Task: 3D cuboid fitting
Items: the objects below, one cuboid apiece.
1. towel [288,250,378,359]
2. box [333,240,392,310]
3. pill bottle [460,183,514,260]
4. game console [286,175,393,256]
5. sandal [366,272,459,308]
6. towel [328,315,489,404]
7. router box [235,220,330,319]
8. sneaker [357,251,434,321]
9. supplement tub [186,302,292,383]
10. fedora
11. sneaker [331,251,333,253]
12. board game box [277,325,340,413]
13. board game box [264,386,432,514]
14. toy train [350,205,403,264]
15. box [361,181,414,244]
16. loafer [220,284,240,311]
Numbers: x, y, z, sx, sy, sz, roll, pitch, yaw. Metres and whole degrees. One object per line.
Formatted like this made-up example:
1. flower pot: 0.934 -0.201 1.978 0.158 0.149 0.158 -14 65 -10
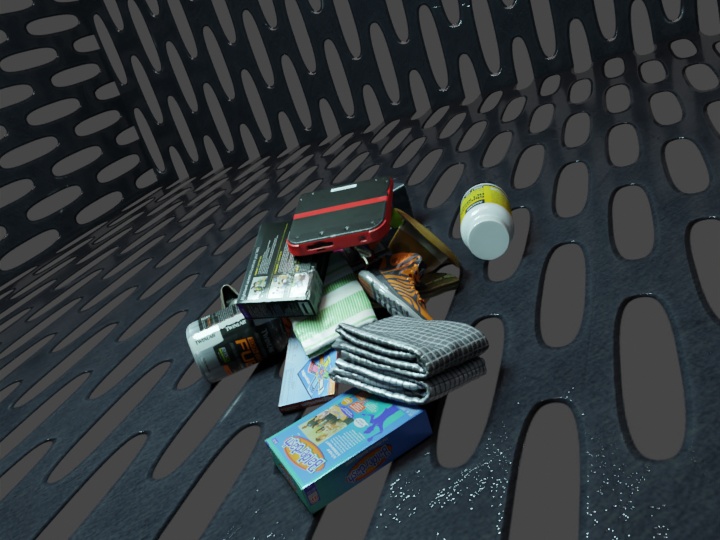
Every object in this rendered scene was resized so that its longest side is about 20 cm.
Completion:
1. towel: -0.066 0.059 1.205 0.150 0.024 0.201 -27 45 -6
2. box: 0.000 0.000 1.379 0.130 0.117 0.200 -21 23 -5
3. pill bottle: 0.266 -0.101 1.382 0.110 0.114 0.201 -14 22 14
4. game console: -0.036 -0.103 1.224 0.195 0.031 0.179 -10 38 15
5. sandal: 0.101 0.050 1.265 0.196 0.055 0.080 -11 25 -18
6. towel: 0.070 0.121 0.983 0.197 0.088 0.164 10 16 40
7. router box: -0.137 -0.007 1.234 0.146 0.052 0.203 -4 49 18
8. sneaker: 0.093 0.032 1.171 0.111 0.078 0.200 -36 58 -18
9. supplement tub: -0.227 0.124 1.274 0.197 0.125 0.123 -24 21 -8
10. fedora: 0.116 -0.043 1.349 0.082 0.200 0.201 -50 23 2
11. sneaker: -0.153 -0.027 1.362 0.198 0.085 0.121 -33 26 -5
12. board game box: -0.084 0.158 1.149 0.101 0.020 0.202 -16 34 13
13. board game box: -0.020 0.235 0.925 0.197 0.046 0.151 -27 22 -19
14. toy train: 0.033 -0.074 1.240 0.114 0.086 0.200 -32 28 -3
15. box: 0.002 -0.132 1.682 0.198 0.126 0.195 -31 25 -25
16. loafer: -0.273 0.085 1.422 0.071 0.064 0.199 -25 21 -16
